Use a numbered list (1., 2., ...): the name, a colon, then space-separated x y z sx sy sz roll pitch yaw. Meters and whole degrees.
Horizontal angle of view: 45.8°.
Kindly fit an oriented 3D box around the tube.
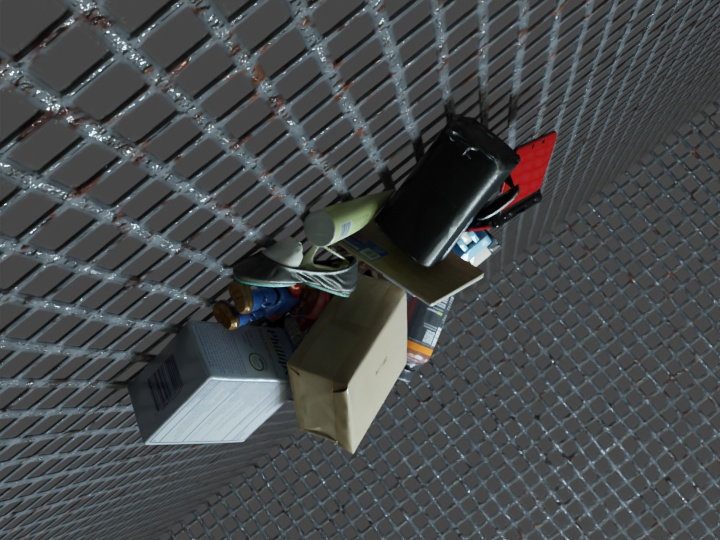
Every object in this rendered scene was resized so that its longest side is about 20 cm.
1. tube: -0.013 -0.078 1.235 0.058 0.052 0.200 2 -166 28

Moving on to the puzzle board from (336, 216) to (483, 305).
1. puzzle board: 0.072 -0.019 1.316 0.150 0.200 0.017 -25 140 -47

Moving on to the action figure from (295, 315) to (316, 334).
1. action figure: -0.086 0.073 1.426 0.052 0.066 0.200 -36 -162 -2

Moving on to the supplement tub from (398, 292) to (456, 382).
1. supplement tub: 0.090 0.088 1.479 0.107 0.107 0.201 37 76 -78

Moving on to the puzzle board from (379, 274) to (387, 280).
1. puzzle board: 0.055 -0.005 1.469 0.200 0.017 0.151 -54 -156 -19

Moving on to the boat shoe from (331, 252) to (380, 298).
1. boat shoe: 0.000 0.000 1.433 0.200 0.072 0.072 -37 172 -49

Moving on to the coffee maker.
1. coffee maker: 0.114 -0.118 1.238 0.192 0.135 0.200 7 126 -50

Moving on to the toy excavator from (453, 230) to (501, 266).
1. toy excavator: 0.205 -0.080 1.763 0.100 0.200 0.195 -40 -147 6

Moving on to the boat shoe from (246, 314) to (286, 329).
1. boat shoe: -0.153 0.089 1.389 0.200 0.068 0.072 -41 168 13

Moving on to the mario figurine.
1. mario figurine: -0.129 0.028 1.273 0.123 0.107 0.200 -3 -177 41

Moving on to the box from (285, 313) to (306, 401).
1. box: -0.107 0.146 1.480 0.164 0.086 0.200 -29 -161 -37

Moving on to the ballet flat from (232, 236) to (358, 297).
1. ballet flat: -0.085 -0.010 1.181 0.199 0.068 0.069 8 106 -41

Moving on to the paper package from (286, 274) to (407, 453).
1. paper package: -0.012 0.141 1.304 0.200 0.103 0.191 -56 154 -36

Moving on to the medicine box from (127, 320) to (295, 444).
1. medicine box: -0.217 0.175 1.301 0.200 0.103 0.182 10 135 -48

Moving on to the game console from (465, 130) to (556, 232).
1. game console: 0.226 -0.145 1.409 0.172 0.119 0.200 -7 -168 35
